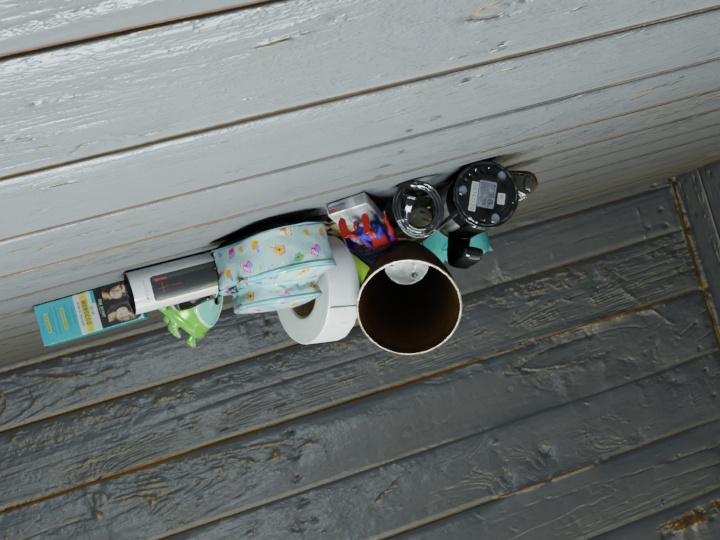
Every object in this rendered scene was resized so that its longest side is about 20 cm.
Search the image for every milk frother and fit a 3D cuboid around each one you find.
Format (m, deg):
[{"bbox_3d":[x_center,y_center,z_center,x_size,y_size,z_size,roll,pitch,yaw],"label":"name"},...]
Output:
[{"bbox_3d":[0.154,-0.115,1.683,0.199,0.181,0.188,27,171,-5],"label":"milk frother"}]

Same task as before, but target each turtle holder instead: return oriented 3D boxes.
[{"bbox_3d":[-0.361,0.053,1.890,0.132,0.186,0.141,-49,-144,-6],"label":"turtle holder"}]

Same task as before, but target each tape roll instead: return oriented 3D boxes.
[{"bbox_3d":[-0.083,0.035,1.744,0.070,0.204,0.202,-3,170,-36],"label":"tape roll"}]

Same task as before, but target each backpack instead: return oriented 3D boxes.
[{"bbox_3d":[-0.142,-0.010,1.611,0.175,0.154,0.200,-7,165,-41],"label":"backpack"}]

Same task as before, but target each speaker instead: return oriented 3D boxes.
[{"bbox_3d":[-0.334,0.019,1.732,0.199,0.082,0.081,-15,177,-22],"label":"speaker"}]

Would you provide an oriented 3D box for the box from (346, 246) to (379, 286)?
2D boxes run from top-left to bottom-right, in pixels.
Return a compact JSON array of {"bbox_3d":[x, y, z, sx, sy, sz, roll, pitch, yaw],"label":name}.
[{"bbox_3d":[0.000,0.000,1.887,0.048,0.122,0.200,-54,162,4],"label":"box"}]

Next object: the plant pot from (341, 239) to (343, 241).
[{"bbox_3d":[-0.093,0.017,2.143,0.177,0.200,0.200,-28,177,1],"label":"plant pot"}]

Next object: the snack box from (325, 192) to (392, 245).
[{"bbox_3d":[0.003,-0.089,1.661,0.071,0.024,0.200,-18,163,11],"label":"snack box"}]

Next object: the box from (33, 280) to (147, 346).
[{"bbox_3d":[-0.527,0.083,1.831,0.199,0.083,0.049,-16,177,-7],"label":"box"}]

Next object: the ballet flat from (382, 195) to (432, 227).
[{"bbox_3d":[0.140,-0.105,1.805,0.199,0.064,0.068,1,130,-27],"label":"ballet flat"}]

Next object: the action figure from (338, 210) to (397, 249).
[{"bbox_3d":[0.021,-0.068,1.619,0.065,0.052,0.200,-15,168,15],"label":"action figure"}]

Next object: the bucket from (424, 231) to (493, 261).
[{"bbox_3d":[0.216,-0.087,2.288,0.206,0.136,0.207,-16,178,-1],"label":"bucket"}]

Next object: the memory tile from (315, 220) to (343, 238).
[{"bbox_3d":[-0.063,-0.075,1.776,0.199,0.017,0.153,-8,173,-9],"label":"memory tile"}]

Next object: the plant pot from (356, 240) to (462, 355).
[{"bbox_3d":[0.088,0.025,1.724,0.186,0.188,0.200,-17,-157,9],"label":"plant pot"}]

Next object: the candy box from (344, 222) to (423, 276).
[{"bbox_3d":[0.063,-0.020,2.025,0.077,0.201,0.169,-14,177,-42],"label":"candy box"}]

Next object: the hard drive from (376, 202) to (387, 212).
[{"bbox_3d":[-0.001,-0.099,1.892,0.131,0.026,0.200,-14,176,-34],"label":"hard drive"}]

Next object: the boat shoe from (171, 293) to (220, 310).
[{"bbox_3d":[-0.281,0.021,1.818,0.199,0.072,0.067,-30,-142,-33],"label":"boat shoe"}]

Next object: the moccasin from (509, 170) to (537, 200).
[{"bbox_3d":[0.265,-0.156,1.878,0.201,0.074,0.078,-22,-176,36],"label":"moccasin"}]

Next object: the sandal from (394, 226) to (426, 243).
[{"bbox_3d":[0.123,-0.111,1.893,0.201,0.058,0.080,-39,144,23],"label":"sandal"}]
